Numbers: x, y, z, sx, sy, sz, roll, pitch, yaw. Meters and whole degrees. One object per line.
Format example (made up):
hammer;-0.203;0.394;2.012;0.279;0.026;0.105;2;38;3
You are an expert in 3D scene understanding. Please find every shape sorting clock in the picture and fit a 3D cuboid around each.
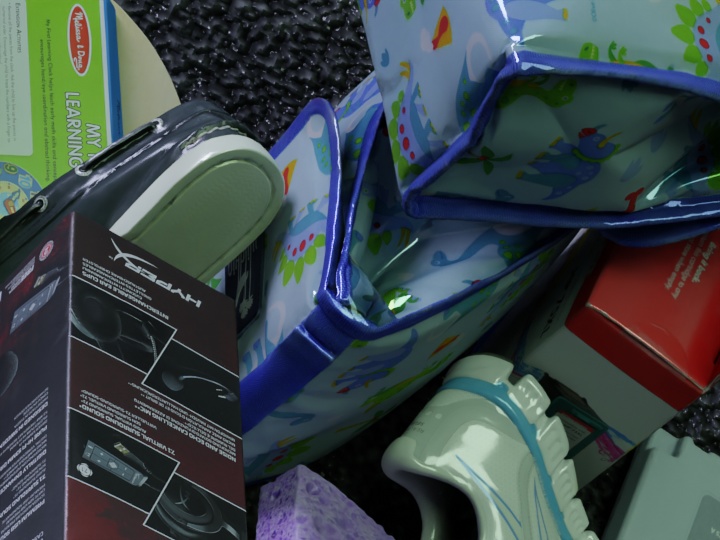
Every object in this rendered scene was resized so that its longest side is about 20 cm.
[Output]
shape sorting clock;-0.171;-0.058;1.132;0.200;0.039;0.200;7;65;-15

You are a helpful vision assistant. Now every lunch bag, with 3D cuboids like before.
lunch bag;0.103;-0.109;1.045;0.200;0.127;0.170;2;59;-27
lunch bag;0.000;0.000;1.111;0.127;0.170;0.200;40;48;-3

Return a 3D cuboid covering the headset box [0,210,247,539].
headset box;-0.110;0.104;0.846;0.077;0.149;0.200;31;33;-27

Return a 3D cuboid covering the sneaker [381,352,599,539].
sneaker;0.068;0.142;1.117;0.087;0.075;0.200;-37;101;-37

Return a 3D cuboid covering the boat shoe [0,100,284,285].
boat shoe;-0.124;-0.002;1.065;0.074;0.199;0.066;39;15;-44

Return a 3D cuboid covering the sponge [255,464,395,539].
sponge;-0.001;0.182;1.038;0.112;0.030;0.200;44;29;-28

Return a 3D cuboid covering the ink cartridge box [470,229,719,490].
ink cartridge box;0.117;0.021;1.149;0.067;0.200;0.116;36;51;-6

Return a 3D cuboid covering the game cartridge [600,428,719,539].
game cartridge;0.195;0.177;1.210;0.200;0.040;0.133;34;48;-8
